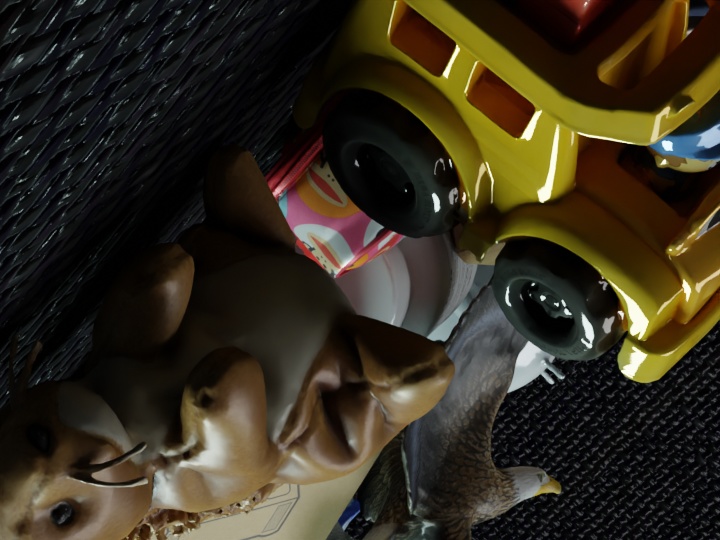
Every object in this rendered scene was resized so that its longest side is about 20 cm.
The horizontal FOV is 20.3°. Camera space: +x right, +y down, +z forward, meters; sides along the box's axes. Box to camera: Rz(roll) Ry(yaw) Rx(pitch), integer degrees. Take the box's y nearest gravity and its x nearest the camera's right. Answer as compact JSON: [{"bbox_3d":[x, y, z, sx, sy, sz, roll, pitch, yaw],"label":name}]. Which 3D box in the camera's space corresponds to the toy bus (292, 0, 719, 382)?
[{"bbox_3d":[0.091,-0.083,0.789,0.136,0.200,0.192,-45,169,-30],"label":"toy bus"}]

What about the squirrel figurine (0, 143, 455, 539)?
[{"bbox_3d":[-0.091,0.074,0.856,0.186,0.142,0.200,-37,170,-29],"label":"squirrel figurine"}]

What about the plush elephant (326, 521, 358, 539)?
[{"bbox_3d":[-0.111,0.138,1.261,0.164,0.201,0.155,-30,-166,-13],"label":"plush elephant"}]

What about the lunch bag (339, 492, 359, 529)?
[{"bbox_3d":[-0.119,0.195,1.547,0.200,0.170,0.124,-48,172,25],"label":"lunch bag"}]

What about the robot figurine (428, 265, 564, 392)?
[{"bbox_3d":[0.071,0.010,1.455,0.113,0.200,0.170,-46,176,8],"label":"robot figurine"}]

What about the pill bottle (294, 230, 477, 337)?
[{"bbox_3d":[0.000,0.000,1.212,0.114,0.114,0.200,-47,176,15],"label":"pill bottle"}]

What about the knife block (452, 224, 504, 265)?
[{"bbox_3d":[0.170,-0.067,1.201,0.199,0.064,0.176,2,152,-26],"label":"knife block"}]

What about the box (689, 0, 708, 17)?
[{"bbox_3d":[0.131,-0.145,1.182,0.200,0.121,0.033,-51,-145,42],"label":"box"}]

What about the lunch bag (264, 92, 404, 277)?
[{"bbox_3d":[0.031,-0.072,1.031,0.176,0.082,0.200,-47,177,21],"label":"lunch bag"}]

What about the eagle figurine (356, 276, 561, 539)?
[{"bbox_3d":[0.056,0.109,1.201,0.151,0.201,0.151,-16,161,26],"label":"eagle figurine"}]

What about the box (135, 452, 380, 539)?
[{"bbox_3d":[-0.084,0.113,1.093,0.200,0.021,0.164,24,103,-44],"label":"box"}]

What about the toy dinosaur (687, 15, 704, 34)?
[{"bbox_3d":[0.154,-0.133,1.142,0.199,0.061,0.106,-12,180,2],"label":"toy dinosaur"}]
